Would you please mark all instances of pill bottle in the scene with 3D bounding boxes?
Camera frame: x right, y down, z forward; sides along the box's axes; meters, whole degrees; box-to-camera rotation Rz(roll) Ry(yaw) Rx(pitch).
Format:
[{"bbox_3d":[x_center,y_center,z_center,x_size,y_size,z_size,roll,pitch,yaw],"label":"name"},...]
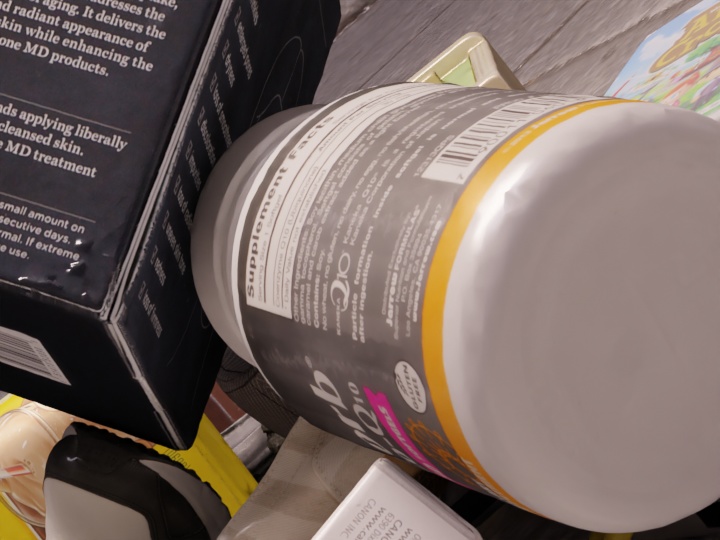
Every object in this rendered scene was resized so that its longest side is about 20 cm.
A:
[{"bbox_3d":[0.031,0.002,0.646,0.116,0.116,0.200,-42,23,-17],"label":"pill bottle"}]

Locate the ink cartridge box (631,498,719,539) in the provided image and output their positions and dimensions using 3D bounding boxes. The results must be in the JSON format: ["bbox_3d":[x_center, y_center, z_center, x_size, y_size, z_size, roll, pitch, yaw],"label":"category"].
[{"bbox_3d":[0.166,0.013,0.734,0.200,0.037,0.095,-42,9,-27],"label":"ink cartridge box"}]

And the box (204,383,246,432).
[{"bbox_3d":[-0.118,0.106,1.269,0.200,0.075,0.100,-31,12,34],"label":"box"}]

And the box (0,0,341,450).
[{"bbox_3d":[-0.095,-0.062,0.782,0.200,0.124,0.197,83,-153,-73],"label":"box"}]

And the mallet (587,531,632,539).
[{"bbox_3d":[0.098,0.042,0.655,0.200,0.041,0.066,-62,18,-7],"label":"mallet"}]

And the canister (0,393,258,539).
[{"bbox_3d":[-0.156,0.135,1.049,0.200,0.149,0.087,-37,9,2],"label":"canister"}]

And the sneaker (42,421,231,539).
[{"bbox_3d":[-0.098,0.137,0.887,0.080,0.074,0.200,-56,-22,-32],"label":"sneaker"}]

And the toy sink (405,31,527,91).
[{"bbox_3d":[0.051,-0.052,1.235,0.130,0.112,0.200,-37,10,10],"label":"toy sink"}]

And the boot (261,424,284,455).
[{"bbox_3d":[0.048,0.010,1.057,0.211,0.079,0.158,-44,11,-26],"label":"boot"}]

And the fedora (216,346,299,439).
[{"bbox_3d":[0.000,0.000,0.888,0.177,0.090,0.200,-42,23,52],"label":"fedora"}]

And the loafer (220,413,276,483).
[{"bbox_3d":[-0.110,0.121,1.130,0.200,0.070,0.068,-40,-14,-3],"label":"loafer"}]

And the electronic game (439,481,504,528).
[{"bbox_3d":[0.103,0.026,0.814,0.200,0.042,0.200,-45,-5,-5],"label":"electronic game"}]

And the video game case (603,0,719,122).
[{"bbox_3d":[0.165,-0.094,0.897,0.200,0.022,0.182,-32,14,41],"label":"video game case"}]

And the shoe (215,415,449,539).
[{"bbox_3d":[-0.040,0.123,0.758,0.200,0.053,0.070,-55,-15,9],"label":"shoe"}]

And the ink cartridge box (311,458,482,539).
[{"bbox_3d":[-0.038,0.168,0.677,0.200,0.045,0.176,-49,-16,-14],"label":"ink cartridge box"}]
